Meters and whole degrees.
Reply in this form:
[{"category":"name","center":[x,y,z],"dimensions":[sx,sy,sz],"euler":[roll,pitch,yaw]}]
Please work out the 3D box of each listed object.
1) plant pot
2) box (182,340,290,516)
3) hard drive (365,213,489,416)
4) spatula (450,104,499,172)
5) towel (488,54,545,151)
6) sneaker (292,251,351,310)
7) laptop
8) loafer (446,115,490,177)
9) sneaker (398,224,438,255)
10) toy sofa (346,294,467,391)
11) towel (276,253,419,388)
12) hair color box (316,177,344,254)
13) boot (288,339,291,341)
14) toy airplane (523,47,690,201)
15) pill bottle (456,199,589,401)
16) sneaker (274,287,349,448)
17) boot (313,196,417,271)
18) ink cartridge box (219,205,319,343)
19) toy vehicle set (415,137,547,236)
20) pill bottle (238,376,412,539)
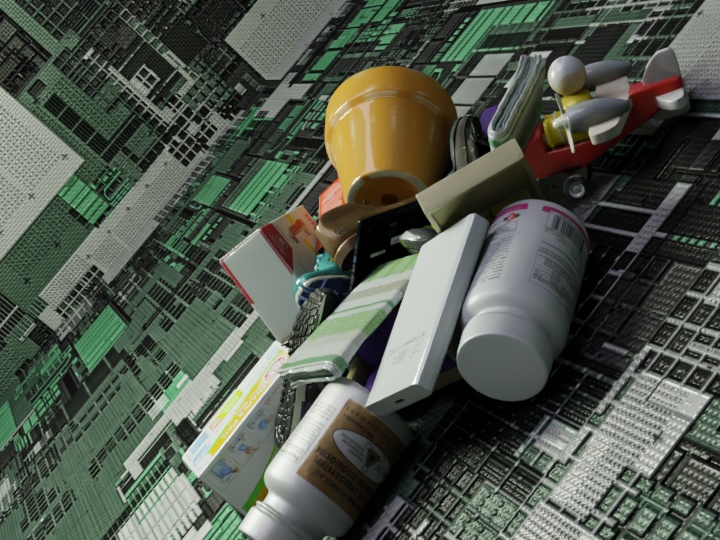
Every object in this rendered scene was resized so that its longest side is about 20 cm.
[{"category":"plant pot","center":[0.042,-0.158,2.025],"dimensions":[0.200,0.199,0.185],"euler":[-36,33,33]},{"category":"box","center":[-0.120,0.203,1.796],"dimensions":[0.201,0.101,0.112],"euler":[-51,18,-8]},{"category":"hard drive","center":[0.070,0.048,1.487],"dimensions":[0.132,0.026,0.202],"euler":[-34,31,61]},{"category":"spatula","center":[0.150,-0.155,2.022],"dimensions":[0.056,0.021,0.201],"euler":[-12,41,59]},{"category":"towel","center":[0.181,-0.143,1.697],"dimensions":[0.201,0.030,0.150],"euler":[87,-153,-51]},{"category":"sneaker","center":[-0.036,0.011,1.889],"dimensions":[0.078,0.080,0.199],"euler":[-53,-18,25]},{"category":"laptop","center":[0.000,0.000,1.799],"dimensions":[0.177,0.102,0.203],"euler":[-22,-54,-52]},{"category":"loafer","center":[0.159,-0.144,1.929],"dimensions":[0.062,0.072,0.201],"euler":[-16,39,24]},{"category":"sneaker","center":[0.103,-0.038,1.722],"dimensions":[0.085,0.075,0.200],"euler":[-44,-6,4]},{"category":"toy sofa","center":[0.055,0.099,1.608],"dimensions":[0.199,0.097,0.083],"euler":[-30,25,43]},{"category":"towel","center":[0.002,0.056,1.619],"dimensions":[0.200,0.031,0.149],"euler":[-46,15,-25]},{"category":"hair color box","center":[-0.009,-0.058,2.068],"dimensions":[0.061,0.101,0.201],"euler":[-42,20,18]},{"category":"boot","center":[-0.136,0.184,1.936],"dimensions":[0.107,0.075,0.201],"euler":[-35,14,44]},{"category":"toy airplane","center":[0.276,-0.193,1.604],"dimensions":[0.199,0.141,0.200],"euler":[-45,9,-20]},{"category":"pill bottle","center":[0.167,0.030,1.458],"dimensions":[0.113,0.113,0.201],"euler":[-32,24,41]},{"category":"sneaker","center":[-0.044,0.124,1.721],"dimensions":[0.076,0.086,0.203],"euler":[-163,85,-70]},{"category":"boot","center":[0.022,-0.070,1.830],"dimensions":[0.199,0.075,0.074],"euler":[-25,-30,-42]},{"category":"ink cartridge box","center":[-0.096,0.001,1.987],"dimensions":[0.083,0.146,0.200],"euler":[-38,0,19]},{"category":"toy vehicle set","center":[0.147,-0.066,1.575],"dimensions":[0.123,0.200,0.027],"euler":[-29,63,6]},{"category":"pill bottle","center":[-0.041,0.228,1.544],"dimensions":[0.201,0.114,0.114],"euler":[-53,19,-14]}]
